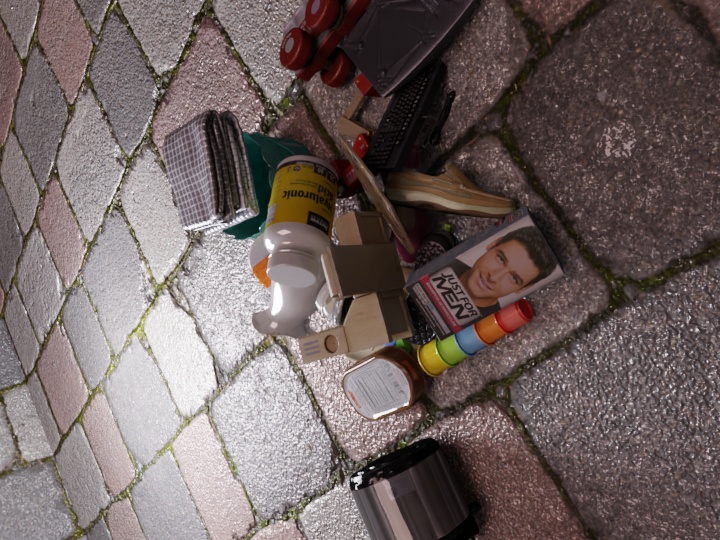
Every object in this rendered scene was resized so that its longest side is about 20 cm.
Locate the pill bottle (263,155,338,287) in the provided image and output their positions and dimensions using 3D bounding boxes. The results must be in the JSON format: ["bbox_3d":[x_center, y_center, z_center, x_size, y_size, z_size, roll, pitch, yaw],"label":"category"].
[{"bbox_3d":[-0.100,-0.079,0.976,0.111,0.111,0.202,-20,55,43],"label":"pill bottle"}]

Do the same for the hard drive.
[{"bbox_3d":[0.075,-0.372,0.893,0.200,0.042,0.135,-44,69,21],"label":"hard drive"}]

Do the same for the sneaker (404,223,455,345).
[{"bbox_3d":[0.119,0.025,0.941,0.071,0.083,0.201,22,116,19],"label":"sneaker"}]

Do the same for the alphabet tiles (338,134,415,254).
[{"bbox_3d":[0.024,-0.115,0.903,0.006,0.167,0.200,-32,43,0],"label":"alphabet tiles"}]

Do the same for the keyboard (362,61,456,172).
[{"bbox_3d":[0.082,-0.232,0.879,0.126,0.021,0.201,9,68,37],"label":"keyboard"}]

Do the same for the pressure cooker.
[{"bbox_3d":[0.088,0.403,0.977,0.176,0.178,0.201,-35,74,38],"label":"pressure cooker"}]

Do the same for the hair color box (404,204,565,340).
[{"bbox_3d":[0.173,0.006,0.837,0.199,0.061,0.099,-32,99,21],"label":"hair color box"}]

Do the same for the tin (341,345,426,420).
[{"bbox_3d":[0.036,0.204,1.053,0.200,0.042,0.112,-38,80,49],"label":"tin"}]

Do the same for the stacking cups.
[{"bbox_3d":[0.174,0.101,0.915,0.200,0.060,0.061,-39,73,40],"label":"stacking cups"}]

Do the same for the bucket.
[{"bbox_3d":[-0.185,-0.163,1.137,0.206,0.134,0.209,11,107,41],"label":"bucket"}]

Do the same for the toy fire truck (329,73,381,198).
[{"bbox_3d":[-0.001,-0.231,1.015,0.200,0.049,0.142,-36,74,41],"label":"toy fire truck"}]

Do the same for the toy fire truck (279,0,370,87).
[{"bbox_3d":[-0.063,-0.427,1.003,0.200,0.112,0.169,-42,52,38],"label":"toy fire truck"}]

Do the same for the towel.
[{"bbox_3d":[-0.280,-0.172,1.073,0.165,0.085,0.202,-11,91,44],"label":"towel"}]

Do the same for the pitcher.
[{"bbox_3d":[-0.091,0.041,1.101,0.201,0.170,0.122,-62,21,25],"label":"pitcher"}]

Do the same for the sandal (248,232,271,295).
[{"bbox_3d":[-0.170,0.001,1.155,0.059,0.079,0.207,48,163,43],"label":"sandal"}]

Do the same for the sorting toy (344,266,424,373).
[{"bbox_3d":[0.037,0.087,1.054,0.184,0.036,0.202,15,108,40],"label":"sorting toy"}]

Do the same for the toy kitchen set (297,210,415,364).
[{"bbox_3d":[-0.049,0.031,0.905,0.180,0.163,0.202,-20,81,35],"label":"toy kitchen set"}]

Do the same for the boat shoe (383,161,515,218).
[{"bbox_3d":[0.132,-0.123,0.873,0.198,0.072,0.077,10,94,12],"label":"boat shoe"}]

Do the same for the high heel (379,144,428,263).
[{"bbox_3d":[0.060,-0.107,0.952,0.067,0.096,0.202,13,107,39],"label":"high heel"}]

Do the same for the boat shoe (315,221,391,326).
[{"bbox_3d":[-0.001,0.000,1.018,0.065,0.074,0.203,39,98,35],"label":"boat shoe"}]
